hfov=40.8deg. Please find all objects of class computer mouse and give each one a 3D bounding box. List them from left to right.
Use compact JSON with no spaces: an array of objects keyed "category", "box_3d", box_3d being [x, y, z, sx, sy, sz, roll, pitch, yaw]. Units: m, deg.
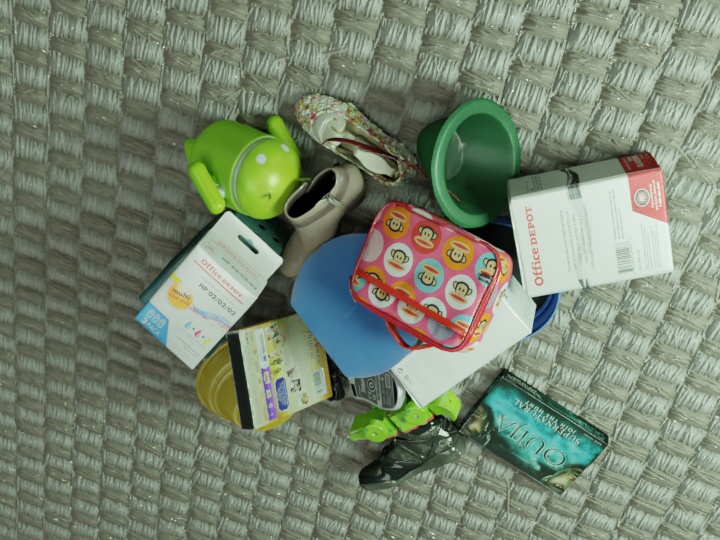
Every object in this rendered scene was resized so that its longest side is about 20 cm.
[{"category":"computer mouse","box_3d":[0.011,0.170,1.513,0.198,0.043,0.112,11,108,49]}]

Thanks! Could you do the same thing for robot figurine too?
[{"category":"robot figurine","box_3d":[-0.164,-0.143,1.376,0.198,0.175,0.117,25,135,37]}]

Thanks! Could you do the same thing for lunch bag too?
[{"category":"lunch bag","box_3d":[0.087,0.019,1.289,0.198,0.082,0.178,28,100,26]}]

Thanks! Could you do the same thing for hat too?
[{"category":"hat","box_3d":[0.097,-0.164,1.335,0.175,0.167,0.200,18,159,48]}]

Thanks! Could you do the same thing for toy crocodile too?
[{"category":"toy crocodile","box_3d":[0.064,0.225,1.501,0.198,0.068,0.062,-26,116,30]}]

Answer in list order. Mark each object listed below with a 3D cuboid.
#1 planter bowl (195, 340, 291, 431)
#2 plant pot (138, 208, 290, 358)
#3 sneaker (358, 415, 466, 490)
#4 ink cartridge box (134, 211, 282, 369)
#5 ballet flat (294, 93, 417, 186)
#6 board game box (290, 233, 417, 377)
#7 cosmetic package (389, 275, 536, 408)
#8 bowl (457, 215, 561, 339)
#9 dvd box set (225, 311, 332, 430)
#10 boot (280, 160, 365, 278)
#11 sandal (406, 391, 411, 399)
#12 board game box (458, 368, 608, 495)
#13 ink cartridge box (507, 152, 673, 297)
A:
[{"category":"planter bowl","box_3d":[-0.159,0.196,1.547,0.197,0.084,0.202,-13,134,-14]},{"category":"plant pot","box_3d":[-0.207,-0.002,1.482,0.141,0.142,0.200,42,118,-8]},{"category":"sneaker","box_3d":[0.064,0.285,1.591,0.198,0.076,0.115,-29,105,26]},{"category":"ink cartridge box","box_3d":[-0.216,0.028,1.388,0.115,0.068,0.200,41,111,-8]},{"category":"ballet flat","box_3d":[-0.009,-0.183,1.358,0.198,0.064,0.076,29,118,1]},{"category":"board game box","box_3d":[0.002,0.049,1.380,0.158,0.039,0.201,-41,78,7]},{"category":"cosmetic package","box_3d":[0.146,0.092,1.370,0.199,0.113,0.081,-36,97,24]},{"category":"bowl","box_3d":[0.195,0.011,1.416,0.197,0.039,0.204,8,120,13]},{"category":"dvd box set","box_3d":[-0.120,0.145,1.472,0.029,0.199,0.149,-6,95,34]},{"category":"boot","box_3d":[-0.071,-0.072,1.371,0.070,0.146,0.201,43,101,17]},{"category":"sandal","box_3d":[0.094,0.144,1.511,0.080,0.054,0.201,30,128,-5]},{"category":"board game box","box_3d":[0.273,0.258,1.534,0.198,0.028,0.136,32,122,-2]},{"category":"ink cartridge box","box_3d":[0.302,-0.060,1.288,0.197,0.084,0.146,-10,111,9]}]
